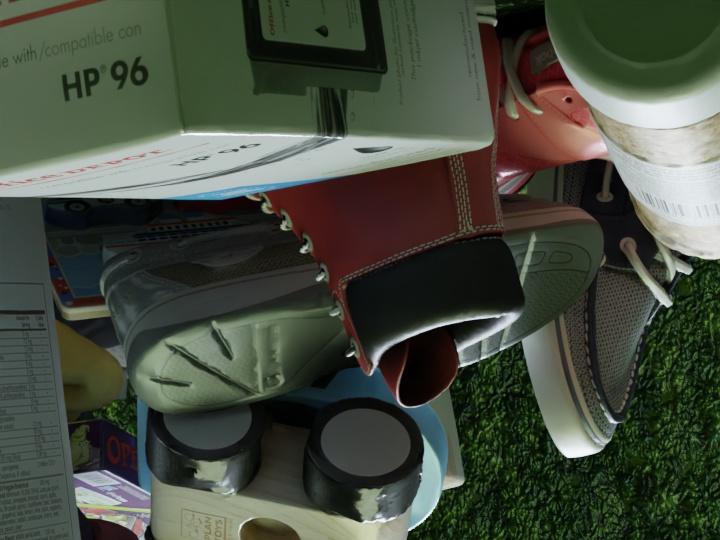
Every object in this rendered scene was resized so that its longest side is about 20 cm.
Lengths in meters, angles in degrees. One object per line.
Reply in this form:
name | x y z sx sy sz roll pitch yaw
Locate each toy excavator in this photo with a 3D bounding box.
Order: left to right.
toy excavator | -0.052 0.039 0.978 0.193 0.201 0.100 10 134 5

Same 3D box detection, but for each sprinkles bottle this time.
sprinkles bottle | 0.110 -0.059 0.764 0.068 0.069 0.200 -8 165 12

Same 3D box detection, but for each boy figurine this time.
boy figurine | -0.171 0.047 1.041 0.124 0.065 0.200 -4 154 0

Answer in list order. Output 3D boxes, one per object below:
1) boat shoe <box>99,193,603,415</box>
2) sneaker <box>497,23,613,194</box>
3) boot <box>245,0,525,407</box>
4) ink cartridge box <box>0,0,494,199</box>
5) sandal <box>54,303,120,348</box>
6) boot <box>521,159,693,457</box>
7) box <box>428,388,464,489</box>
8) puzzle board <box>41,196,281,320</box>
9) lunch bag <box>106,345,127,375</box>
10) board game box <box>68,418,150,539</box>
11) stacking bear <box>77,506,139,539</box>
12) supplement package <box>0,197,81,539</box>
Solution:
boat shoe | -0.001 0.001 0.901 0.201 0.065 0.075 -15 140 -14
sneaker | 0.071 -0.075 0.906 0.199 0.074 0.087 -8 158 10
boot | -0.020 -0.019 0.827 0.072 0.145 0.200 -6 177 -38
ink cartridge box | -0.063 -0.061 0.668 0.116 0.068 0.200 -10 175 35
sandal | -0.192 0.002 1.052 0.199 0.045 0.075 26 149 -25
boot | 0.121 -0.017 0.979 0.090 0.201 0.073 -13 143 23
box | -0.008 0.073 1.117 0.094 0.078 0.200 -13 171 9
puzzle board | -0.051 -0.033 0.991 0.199 0.017 0.151 -6 -148 -21
lunch bag | -0.076 -0.009 1.161 0.163 0.118 0.200 -12 169 29
board game box | -0.123 0.118 1.092 0.119 0.032 0.200 -13 154 21
stacking bear | -0.198 0.105 0.940 0.200 0.114 0.121 37 135 -23
supplement package | -0.203 0.031 0.781 0.151 0.201 0.151 -9 176 24
